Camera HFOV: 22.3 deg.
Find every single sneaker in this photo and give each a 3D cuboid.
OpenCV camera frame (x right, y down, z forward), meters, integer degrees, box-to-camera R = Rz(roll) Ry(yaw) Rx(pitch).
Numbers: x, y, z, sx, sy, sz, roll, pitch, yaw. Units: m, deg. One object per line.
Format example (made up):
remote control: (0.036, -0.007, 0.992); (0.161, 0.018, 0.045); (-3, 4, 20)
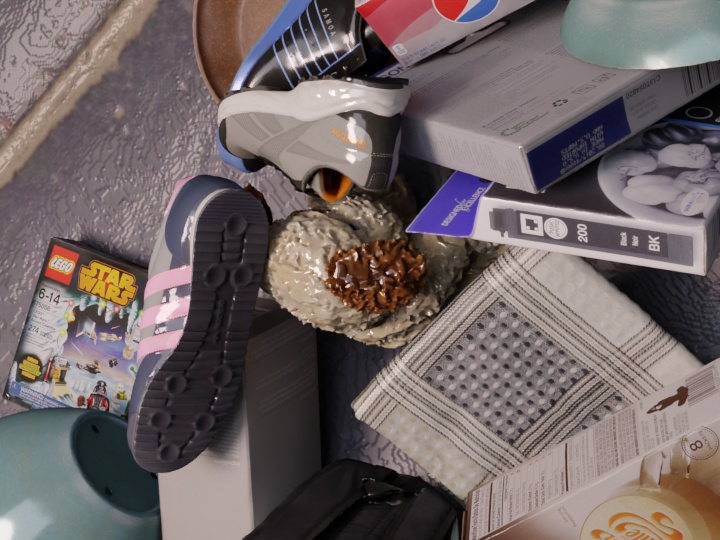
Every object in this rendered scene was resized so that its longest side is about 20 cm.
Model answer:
sneaker: (-0.039, -0.084, 1.214); (0.200, 0.074, 0.080); (1, 90, 60)
sneaker: (-0.116, 0.032, 1.216); (0.082, 0.070, 0.201); (34, 109, 55)
sneaker: (-0.027, -0.148, 1.310); (0.078, 0.070, 0.200); (37, 102, 29)

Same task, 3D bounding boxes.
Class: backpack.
backpack: (-0.016, 0.227, 1.229); (0.166, 0.127, 0.200); (27, 57, 17)

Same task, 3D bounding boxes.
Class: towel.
towel: (0.125, 0.093, 1.217); (0.200, 0.035, 0.193); (41, 107, -15)

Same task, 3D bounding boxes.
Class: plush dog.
plush dog: (0.000, 0.000, 1.248); (0.200, 0.171, 0.161); (15, 94, 43)

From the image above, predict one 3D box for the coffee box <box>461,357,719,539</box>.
coffee box: (0.179, 0.159, 1.183); (0.200, 0.080, 0.115); (-31, 107, 17)

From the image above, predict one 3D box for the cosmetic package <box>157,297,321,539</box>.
cosmetic package: (-0.086, 0.127, 1.306); (0.090, 0.107, 0.201); (9, 106, 26)

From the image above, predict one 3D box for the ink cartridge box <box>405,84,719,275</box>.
ink cartridge box: (0.156, -0.072, 1.185); (0.199, 0.198, 0.044); (8, 123, 24)

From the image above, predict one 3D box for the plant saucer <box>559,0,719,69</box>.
plant saucer: (0.221, -0.190, 1.169); (0.199, 0.200, 0.036); (-4, 121, 26)

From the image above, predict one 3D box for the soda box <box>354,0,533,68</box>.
soda box: (0.094, -0.215, 1.198); (0.199, 0.063, 0.070); (-26, 39, 23)

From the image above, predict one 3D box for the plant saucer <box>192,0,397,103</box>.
plant saucer: (-0.033, -0.192, 1.375); (0.200, 0.037, 0.201); (-2, 84, 25)

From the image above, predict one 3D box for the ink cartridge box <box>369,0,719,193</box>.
ink cartridge box: (0.124, -0.128, 1.201); (0.200, 0.199, 0.041); (26, 141, 54)

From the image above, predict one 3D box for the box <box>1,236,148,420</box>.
box: (-0.175, 0.068, 1.420); (0.199, 0.040, 0.138); (19, 93, 26)

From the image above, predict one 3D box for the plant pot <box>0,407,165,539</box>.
plant pot: (-0.213, 0.177, 1.330); (0.135, 0.200, 0.201); (-42, 69, 26)
